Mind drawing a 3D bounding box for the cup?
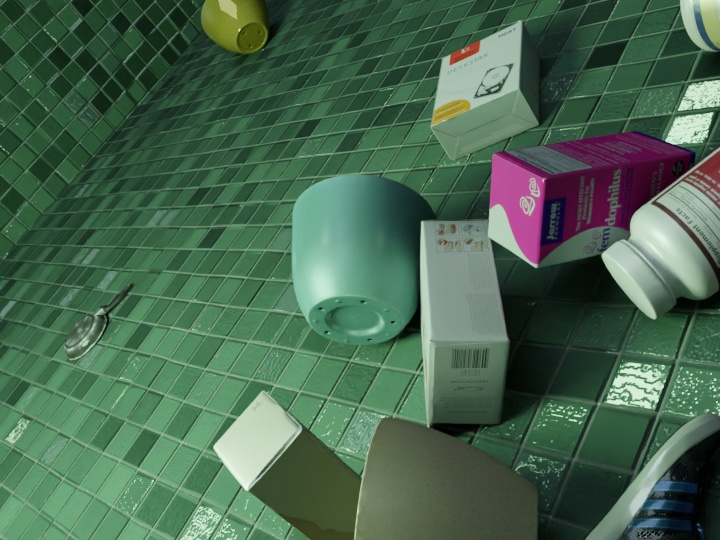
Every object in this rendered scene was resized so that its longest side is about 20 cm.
[{"bbox_3d":[0.083,0.237,0.675,0.142,0.201,0.201,3,47,13],"label":"cup"}]

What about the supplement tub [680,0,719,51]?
[{"bbox_3d":[0.513,-0.348,0.931,0.199,0.145,0.145,10,58,50],"label":"supplement tub"}]

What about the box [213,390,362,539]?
[{"bbox_3d":[-0.048,0.221,0.788,0.078,0.200,0.095,-47,33,-10],"label":"box"}]

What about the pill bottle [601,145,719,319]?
[{"bbox_3d":[0.350,-0.045,0.773,0.200,0.113,0.113,-38,33,5],"label":"pill bottle"}]

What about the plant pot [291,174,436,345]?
[{"bbox_3d":[0.000,0.000,1.016,0.199,0.200,0.162,-19,49,30],"label":"plant pot"}]

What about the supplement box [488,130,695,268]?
[{"bbox_3d":[0.250,-0.082,0.843,0.198,0.102,0.103,-11,27,-19],"label":"supplement box"}]

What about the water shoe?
[{"bbox_3d":[0.254,0.210,0.636,0.200,0.072,0.079,-46,61,-10],"label":"water shoe"}]

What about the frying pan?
[{"bbox_3d":[-0.548,0.108,1.597,0.190,0.031,0.115,-43,34,3],"label":"frying pan"}]

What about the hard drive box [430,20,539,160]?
[{"bbox_3d":[0.206,-0.292,1.244,0.155,0.077,0.201,-19,38,29],"label":"hard drive box"}]

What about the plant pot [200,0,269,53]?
[{"bbox_3d":[-0.341,-0.707,2.215,0.200,0.200,0.142,-38,57,4],"label":"plant pot"}]

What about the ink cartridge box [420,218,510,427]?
[{"bbox_3d":[0.112,0.070,0.882,0.083,0.176,0.201,-1,41,2],"label":"ink cartridge box"}]
